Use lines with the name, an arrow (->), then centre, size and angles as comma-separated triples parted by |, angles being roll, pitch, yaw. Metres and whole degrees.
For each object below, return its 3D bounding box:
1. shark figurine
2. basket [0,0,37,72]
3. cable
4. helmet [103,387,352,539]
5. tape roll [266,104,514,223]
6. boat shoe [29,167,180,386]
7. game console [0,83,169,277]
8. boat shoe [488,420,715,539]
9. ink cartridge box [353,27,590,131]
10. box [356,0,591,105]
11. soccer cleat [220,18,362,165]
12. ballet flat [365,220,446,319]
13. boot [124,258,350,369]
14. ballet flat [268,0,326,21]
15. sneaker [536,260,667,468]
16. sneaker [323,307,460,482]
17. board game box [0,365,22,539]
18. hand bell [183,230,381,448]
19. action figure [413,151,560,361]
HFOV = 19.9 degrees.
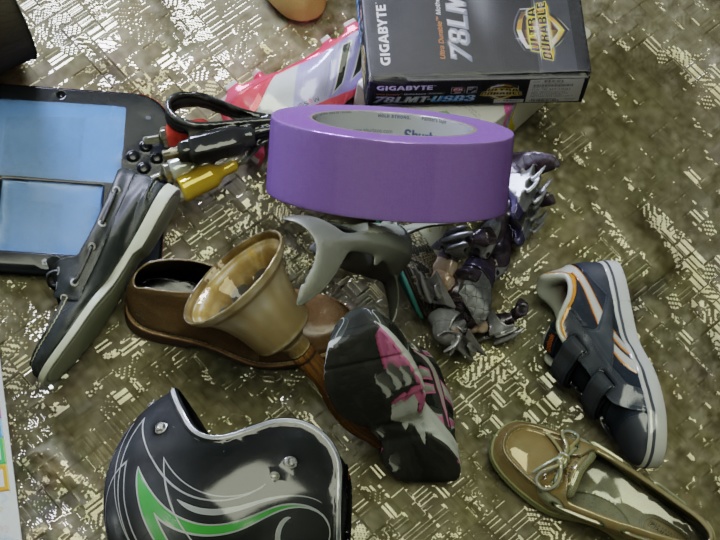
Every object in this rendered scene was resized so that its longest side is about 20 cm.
shark figurine -> 0.011, 0.000, 1.648 | 0.127, 0.214, 0.090 | -2, 90, 5
basket -> -0.400, -0.200, 1.775 | 0.199, 0.180, 0.137 | -29, 111, -11
cable -> -0.094, -0.117, 1.790 | 0.199, 0.050, 0.098 | -10, 62, -9
helmet -> -0.104, 0.191, 1.588 | 0.189, 0.200, 0.201 | 0, 63, 2
tape roll -> 0.024, -0.089, 1.671 | 0.199, 0.200, 0.066 | 3, 102, -5
boat shoe -> -0.229, 0.000, 1.718 | 0.066, 0.075, 0.200 | 31, 83, 6
game console -> -0.268, -0.078, 1.790 | 0.199, 0.031, 0.178 | 4, 63, -4
boat shoe -> 0.200, 0.181, 1.695 | 0.200, 0.063, 0.073 | 34, 65, 10
ink cartridge box -> 0.102, -0.176, 1.860 | 0.117, 0.067, 0.200 | 43, 67, 16
box -> 0.095, -0.242, 1.829 | 0.197, 0.050, 0.201 | 0, 62, -7
soccer cleat -> -0.032, -0.166, 1.847 | 0.199, 0.067, 0.077 | -27, 81, -17
ballet flat -> 0.029, -0.054, 1.788 | 0.075, 0.068, 0.200 | -34, 69, -5
boot -> -0.100, 0.033, 1.730 | 0.199, 0.076, 0.074 | 7, 61, -4
ballet flat -> -0.081, -0.326, 1.917 | 0.068, 0.063, 0.201 | -16, 67, -13
sneaker -> 0.200, 0.082, 1.738 | 0.079, 0.079, 0.201 | -3, 52, -14
sneaker -> 0.026, 0.088, 1.666 | 0.080, 0.200, 0.087 | -8, 49, 14
board game box -> -0.351, 0.147, 1.666 | 0.134, 0.034, 0.201 | -7, 65, -11
hand bell -> -0.042, 0.074, 1.683 | 0.200, 0.104, 0.104 | 48, 63, -21
action figure -> 0.109, -0.009, 1.754 | 0.069, 0.130, 0.201 | 11, 55, 27
